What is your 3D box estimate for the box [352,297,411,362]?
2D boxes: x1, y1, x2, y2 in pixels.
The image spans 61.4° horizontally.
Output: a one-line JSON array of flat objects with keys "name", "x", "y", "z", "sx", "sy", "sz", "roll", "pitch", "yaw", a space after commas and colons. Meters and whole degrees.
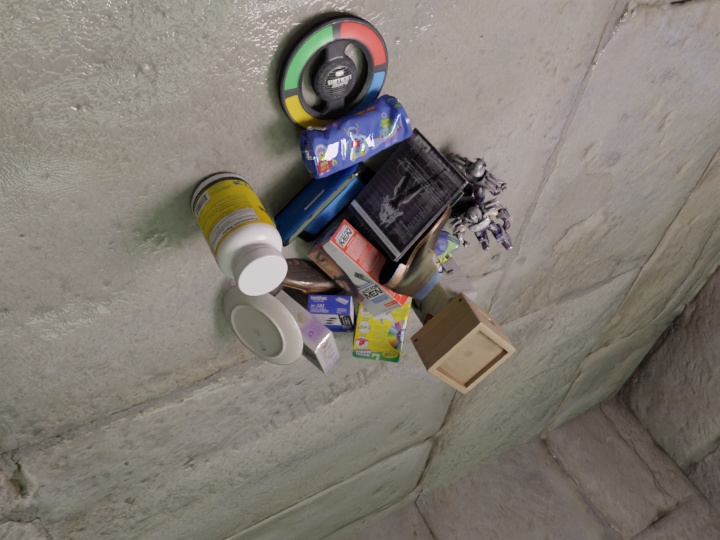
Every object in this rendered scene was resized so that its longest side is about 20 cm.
[{"name": "box", "x": 0.048, "y": 0.107, "z": 1.355, "sx": 0.115, "sy": 0.048, "sz": 0.203, "roll": 8, "pitch": 110, "yaw": -3}]

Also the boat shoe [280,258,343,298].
[{"name": "boat shoe", "x": -0.108, "y": 0.028, "z": 1.295, "sx": 0.198, "sy": 0.076, "sz": 0.072, "roll": 9, "pitch": 129, "yaw": -44}]

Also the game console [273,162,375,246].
[{"name": "game console", "x": -0.054, "y": -0.118, "z": 1.138, "sx": 0.200, "sy": 0.171, "sz": 0.118, "roll": -44, "pitch": 118, "yaw": 11}]

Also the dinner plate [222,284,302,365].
[{"name": "dinner plate", "x": -0.203, "y": 0.117, "z": 1.221, "sx": 0.024, "sy": 0.198, "sz": 0.202, "roll": -48, "pitch": 160, "yaw": -43}]

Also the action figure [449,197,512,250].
[{"name": "action figure", "x": 0.264, "y": -0.091, "z": 1.288, "sx": 0.128, "sy": 0.071, "sz": 0.199, "roll": -17, "pitch": 162, "yaw": 22}]

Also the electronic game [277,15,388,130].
[{"name": "electronic game", "x": -0.041, "y": -0.311, "z": 0.982, "sx": 0.197, "sy": 0.042, "sz": 0.202, "roll": -23, "pitch": 143, "yaw": -18}]

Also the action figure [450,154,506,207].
[{"name": "action figure", "x": 0.244, "y": -0.187, "z": 1.290, "sx": 0.069, "sy": 0.130, "sz": 0.200, "roll": -42, "pitch": 162, "yaw": -11}]

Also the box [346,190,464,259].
[{"name": "box", "x": 0.090, "y": -0.131, "z": 1.210, "sx": 0.200, "sy": 0.141, "sz": 0.079, "roll": -48, "pitch": -179, "yaw": 18}]

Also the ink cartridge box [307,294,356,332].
[{"name": "ink cartridge box", "x": -0.060, "y": 0.098, "z": 1.351, "sx": 0.092, "sy": 0.045, "sz": 0.200, "roll": 2, "pitch": 164, "yaw": 3}]

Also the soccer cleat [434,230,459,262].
[{"name": "soccer cleat", "x": 0.150, "y": -0.026, "z": 1.318, "sx": 0.082, "sy": 0.066, "sz": 0.200, "roll": 13, "pitch": 156, "yaw": -12}]

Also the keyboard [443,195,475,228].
[{"name": "keyboard", "x": 0.142, "y": -0.118, "z": 1.305, "sx": 0.196, "sy": 0.021, "sz": 0.128, "roll": -2, "pitch": 155, "yaw": 2}]

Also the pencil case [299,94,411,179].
[{"name": "pencil case", "x": -0.011, "y": -0.228, "z": 1.020, "sx": 0.198, "sy": 0.078, "sz": 0.088, "roll": -27, "pitch": 125, "yaw": -13}]

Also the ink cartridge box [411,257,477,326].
[{"name": "ink cartridge box", "x": 0.171, "y": 0.037, "z": 1.433, "sx": 0.082, "sy": 0.201, "sz": 0.148, "roll": -11, "pitch": 138, "yaw": -26}]

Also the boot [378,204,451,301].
[{"name": "boot", "x": 0.128, "y": -0.034, "z": 1.171, "sx": 0.096, "sy": 0.075, "sz": 0.201, "roll": 32, "pitch": 103, "yaw": -28}]

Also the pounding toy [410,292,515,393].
[{"name": "pounding toy", "x": 0.222, "y": 0.168, "z": 1.362, "sx": 0.184, "sy": 0.143, "sz": 0.199, "roll": -43, "pitch": 131, "yaw": 15}]

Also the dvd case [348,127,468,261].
[{"name": "dvd case", "x": 0.085, "y": -0.141, "z": 1.134, "sx": 0.200, "sy": 0.149, "sz": 0.016, "roll": -47, "pitch": 158, "yaw": 18}]

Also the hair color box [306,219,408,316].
[{"name": "hair color box", "x": 0.000, "y": 0.000, "z": 1.227, "sx": 0.064, "sy": 0.200, "sz": 0.111, "roll": -55, "pitch": -165, "yaw": -30}]

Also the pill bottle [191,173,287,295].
[{"name": "pill bottle", "x": -0.197, "y": -0.059, "z": 1.002, "sx": 0.111, "sy": 0.201, "sz": 0.113, "roll": -22, "pitch": 144, "yaw": -17}]

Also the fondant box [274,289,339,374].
[{"name": "fondant box", "x": -0.120, "y": 0.136, "z": 1.300, "sx": 0.058, "sy": 0.144, "sz": 0.200, "roll": -48, "pitch": 164, "yaw": -14}]
